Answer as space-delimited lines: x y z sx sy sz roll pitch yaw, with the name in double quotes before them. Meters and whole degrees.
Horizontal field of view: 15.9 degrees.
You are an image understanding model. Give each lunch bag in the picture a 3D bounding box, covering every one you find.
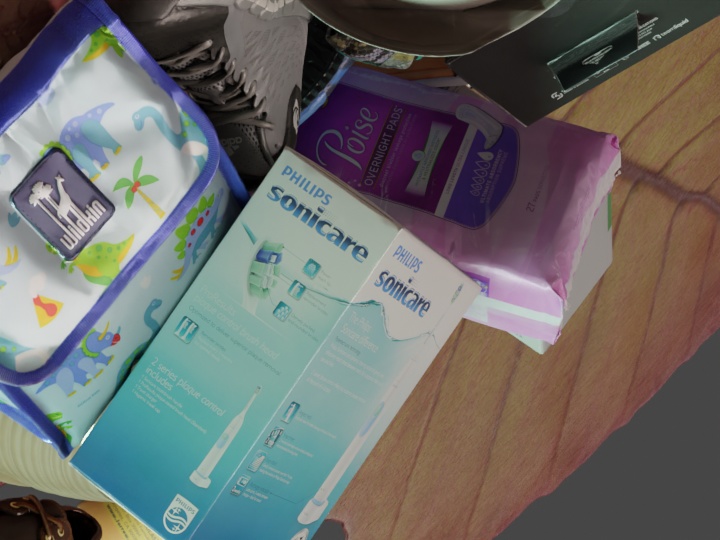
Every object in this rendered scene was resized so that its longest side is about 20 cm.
"lunch bag" -0.154 -0.027 1.282 0.170 0.127 0.200 -51 152 -13

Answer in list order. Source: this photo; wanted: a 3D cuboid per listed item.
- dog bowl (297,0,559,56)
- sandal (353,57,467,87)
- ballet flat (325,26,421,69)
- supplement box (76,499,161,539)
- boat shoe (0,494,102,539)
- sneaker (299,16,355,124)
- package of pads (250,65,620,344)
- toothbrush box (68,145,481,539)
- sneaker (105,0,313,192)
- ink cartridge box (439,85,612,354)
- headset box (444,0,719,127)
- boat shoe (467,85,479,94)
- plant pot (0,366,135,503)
"dog bowl" 0.040 -0.208 1.322 0.200 0.200 0.059 -55 177 4
"sandal" 0.064 -0.149 1.534 0.206 0.080 0.059 -13 158 12
"ballet flat" 0.008 -0.210 1.403 0.072 0.072 0.202 -15 112 -63
"supplement box" -0.090 0.127 1.712 0.200 0.069 0.066 -38 171 23
"boat shoe" -0.210 0.167 1.587 0.070 0.070 0.200 -46 171 1
"sneaker" -0.015 -0.143 1.499 0.200 0.066 0.078 -54 162 0
"package of pads" 0.042 -0.044 1.508 0.076 0.199 0.121 88 21 -56
"toothbrush box" -0.040 0.054 1.360 0.200 0.085 0.146 -55 157 2
"sneaker" -0.072 -0.097 1.354 0.200 0.075 0.116 -10 101 -66
"ink cartridge box" 0.056 -0.054 1.636 0.084 0.200 0.146 -52 163 -13
"headset box" 0.121 -0.187 1.420 0.148 0.201 0.077 -30 135 30
"boat shoe" 0.076 -0.143 1.730 0.065 0.071 0.200 -47 163 -22
"plant pot" -0.129 0.066 1.456 0.200 0.093 0.201 -24 144 -19
